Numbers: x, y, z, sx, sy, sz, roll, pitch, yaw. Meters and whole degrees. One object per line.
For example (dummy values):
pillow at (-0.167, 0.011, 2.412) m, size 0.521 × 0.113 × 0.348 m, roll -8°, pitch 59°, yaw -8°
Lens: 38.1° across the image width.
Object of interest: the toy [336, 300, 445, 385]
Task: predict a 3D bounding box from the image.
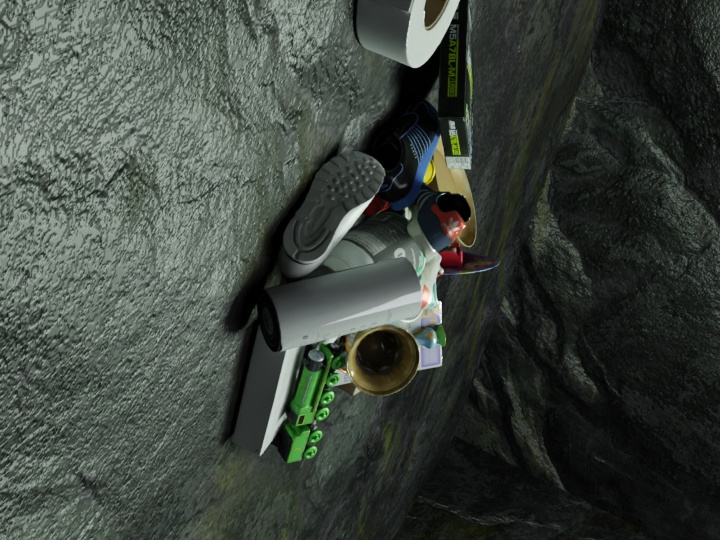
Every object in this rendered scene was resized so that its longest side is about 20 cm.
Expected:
toy at (0.048, 0.123, 1.680) m, size 0.198 × 0.047 × 0.117 m, roll -10°, pitch 110°, yaw -21°

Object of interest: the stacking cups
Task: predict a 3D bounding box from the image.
stacking cups at (0.048, -0.126, 1.574) m, size 0.200 × 0.060 × 0.061 m, roll -40°, pitch 151°, yaw -55°

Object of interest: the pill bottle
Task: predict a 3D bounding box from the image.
pill bottle at (0.000, 0.000, 1.454) m, size 0.200 × 0.112 × 0.114 m, roll -34°, pitch 146°, yaw -51°

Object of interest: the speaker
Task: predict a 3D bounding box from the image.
speaker at (-0.024, 0.041, 1.302) m, size 0.198 × 0.082 × 0.082 m, roll -13°, pitch 139°, yaw -22°

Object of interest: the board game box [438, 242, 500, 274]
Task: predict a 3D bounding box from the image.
board game box at (0.144, -0.034, 1.831) m, size 0.157 × 0.199 × 0.039 m, roll -13°, pitch 107°, yaw -41°

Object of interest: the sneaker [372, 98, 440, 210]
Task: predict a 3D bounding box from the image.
sneaker at (0.062, -0.185, 1.499) m, size 0.078 × 0.069 × 0.202 m, roll 48°, pitch 43°, yaw -38°

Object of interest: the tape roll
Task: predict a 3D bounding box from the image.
tape roll at (0.068, -0.349, 1.244) m, size 0.204 × 0.070 × 0.203 m, roll -59°, pitch 165°, yaw -26°

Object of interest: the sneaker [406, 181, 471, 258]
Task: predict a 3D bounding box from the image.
sneaker at (0.114, -0.087, 1.484) m, size 0.084 × 0.075 × 0.201 m, roll -31°, pitch -156°, yaw 14°

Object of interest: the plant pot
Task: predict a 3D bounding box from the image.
plant pot at (0.154, -0.136, 1.810) m, size 0.200 × 0.027 × 0.202 m, roll 48°, pitch 35°, yaw -50°

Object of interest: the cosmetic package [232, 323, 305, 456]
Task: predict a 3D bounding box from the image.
cosmetic package at (-0.119, 0.143, 1.394) m, size 0.083 × 0.050 × 0.202 m, roll -51°, pitch 160°, yaw -57°

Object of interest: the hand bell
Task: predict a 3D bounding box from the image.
hand bell at (0.007, 0.086, 1.485) m, size 0.200 × 0.103 × 0.105 m, roll -124°, pitch -128°, yaw -64°

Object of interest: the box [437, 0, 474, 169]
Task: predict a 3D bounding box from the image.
box at (0.145, -0.277, 1.564) m, size 0.200 × 0.047 × 0.196 m, roll 62°, pitch 32°, yaw -72°

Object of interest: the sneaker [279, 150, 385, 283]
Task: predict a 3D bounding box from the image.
sneaker at (-0.040, -0.071, 1.322) m, size 0.200 × 0.076 × 0.081 m, roll -50°, pitch 169°, yaw -30°

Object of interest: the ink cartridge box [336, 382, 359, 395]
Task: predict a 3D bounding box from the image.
ink cartridge box at (0.018, 0.097, 1.781) m, size 0.202 × 0.074 × 0.165 m, roll -68°, pitch 165°, yaw 9°

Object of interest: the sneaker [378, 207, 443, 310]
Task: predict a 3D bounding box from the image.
sneaker at (0.080, -0.025, 1.623) m, size 0.070 × 0.093 × 0.202 m, roll -33°, pitch -132°, yaw 35°

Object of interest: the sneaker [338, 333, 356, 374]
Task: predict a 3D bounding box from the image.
sneaker at (-0.010, 0.125, 1.563) m, size 0.078 × 0.078 × 0.200 m, roll -62°, pitch -154°, yaw 17°

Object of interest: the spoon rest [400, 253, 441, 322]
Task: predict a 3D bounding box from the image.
spoon rest at (0.081, 0.010, 1.666) m, size 0.060 × 0.100 × 0.200 m, roll -32°, pitch -169°, yaw 35°

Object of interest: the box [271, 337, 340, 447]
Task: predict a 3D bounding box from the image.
box at (-0.086, 0.146, 1.504) m, size 0.117 × 0.060 × 0.202 m, roll -46°, pitch 156°, yaw -53°

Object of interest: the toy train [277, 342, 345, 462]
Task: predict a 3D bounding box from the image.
toy train at (-0.071, 0.183, 1.434) m, size 0.056 × 0.042 × 0.202 m, roll -6°, pitch 127°, yaw -34°
